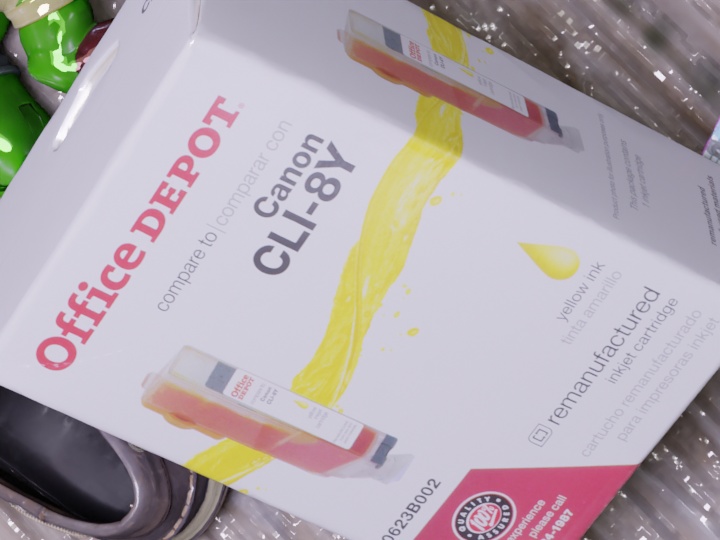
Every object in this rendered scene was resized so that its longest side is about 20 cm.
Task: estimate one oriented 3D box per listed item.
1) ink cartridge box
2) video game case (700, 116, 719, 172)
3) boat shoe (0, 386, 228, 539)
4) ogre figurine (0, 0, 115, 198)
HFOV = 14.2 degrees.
[{"bbox_3d":[0.000,0.000,0.899,0.200,0.084,0.145,25,121,-18],"label":"ink cartridge box"},{"bbox_3d":[0.210,-0.043,0.905,0.181,0.036,0.200,29,114,14],"label":"video game case"},{"bbox_3d":[-0.137,0.031,1.008,0.200,0.073,0.075,27,96,14],"label":"boat shoe"},{"bbox_3d":[-0.074,-0.063,0.978,0.199,0.098,0.120,-19,94,23],"label":"ogre figurine"}]
